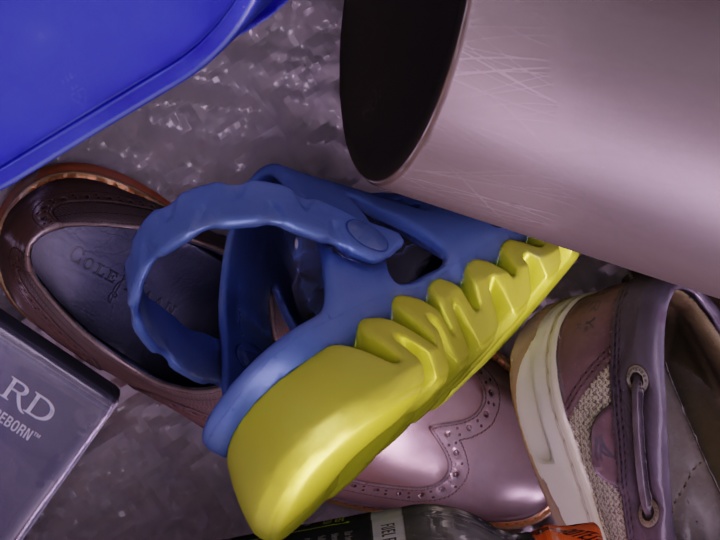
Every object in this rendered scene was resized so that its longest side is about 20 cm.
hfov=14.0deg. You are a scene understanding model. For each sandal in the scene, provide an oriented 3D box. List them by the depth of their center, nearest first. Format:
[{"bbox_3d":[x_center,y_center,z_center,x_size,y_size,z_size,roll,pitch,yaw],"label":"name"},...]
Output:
[{"bbox_3d":[0.000,0.000,0.816,0.087,0.200,0.080,44,114,8],"label":"sandal"}]

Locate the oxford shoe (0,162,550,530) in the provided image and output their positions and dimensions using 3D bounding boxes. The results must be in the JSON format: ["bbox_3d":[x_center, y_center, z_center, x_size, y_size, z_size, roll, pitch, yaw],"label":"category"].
[{"bbox_3d":[-0.022,0.033,0.895,0.199,0.073,0.072,23,94,-10],"label":"oxford shoe"}]

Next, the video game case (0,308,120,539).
[{"bbox_3d":[-0.187,0.078,0.896,0.143,0.019,0.200,34,100,-10],"label":"video game case"}]

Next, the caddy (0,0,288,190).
[{"bbox_3d":[-0.098,-0.108,0.844,0.199,0.105,0.142,-29,102,19],"label":"caddy"}]

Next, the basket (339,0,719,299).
[{"bbox_3d":[0.105,-0.065,0.801,0.199,0.136,0.181,9,69,-17],"label":"basket"}]

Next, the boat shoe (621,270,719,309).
[{"bbox_3d":[0.108,0.095,0.922,0.074,0.075,0.203,-18,100,2],"label":"boat shoe"}]

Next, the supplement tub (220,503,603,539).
[{"bbox_3d":[-0.026,0.131,0.778,0.199,0.123,0.123,-11,99,2],"label":"supplement tub"}]

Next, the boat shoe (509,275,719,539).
[{"bbox_3d":[0.109,0.094,0.836,0.072,0.065,0.201,-21,85,-34],"label":"boat shoe"}]
